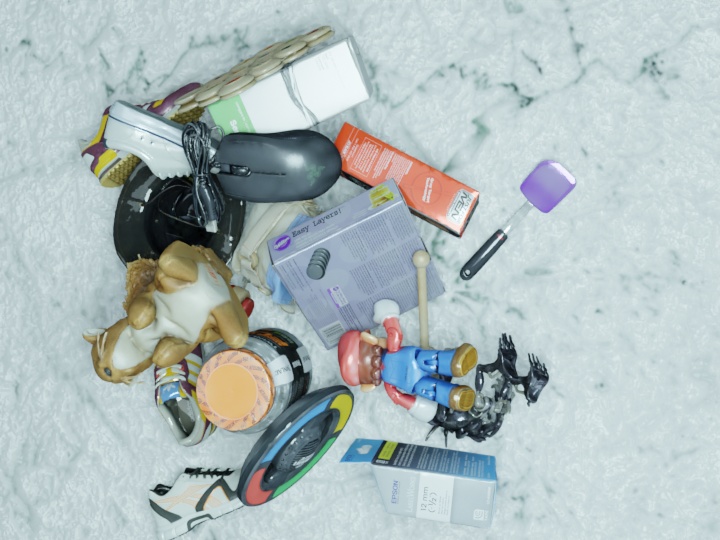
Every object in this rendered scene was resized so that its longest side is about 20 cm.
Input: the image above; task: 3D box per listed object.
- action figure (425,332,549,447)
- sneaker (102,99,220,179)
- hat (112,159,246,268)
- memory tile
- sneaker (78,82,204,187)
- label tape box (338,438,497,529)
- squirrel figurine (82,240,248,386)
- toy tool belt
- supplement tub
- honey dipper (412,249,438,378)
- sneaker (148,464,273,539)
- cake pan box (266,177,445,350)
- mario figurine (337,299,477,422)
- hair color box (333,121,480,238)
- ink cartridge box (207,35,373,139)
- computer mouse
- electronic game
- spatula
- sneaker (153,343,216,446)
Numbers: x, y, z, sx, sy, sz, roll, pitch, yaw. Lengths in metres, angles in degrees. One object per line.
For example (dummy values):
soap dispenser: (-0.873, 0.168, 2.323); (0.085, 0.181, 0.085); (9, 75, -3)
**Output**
action figure: (0.157, 0.159, 1.176); (0.118, 0.103, 0.200); (27, 137, -19)
sneaker: (-0.242, -0.154, 1.181); (0.197, 0.073, 0.072); (24, 103, -6)
hat: (-0.245, -0.068, 1.245); (0.197, 0.081, 0.205); (0, 85, 2)
memory tile: (-0.138, -0.262, 1.157); (0.152, 0.200, 0.017); (-2, 122, 48)
sneaker: (-0.306, -0.210, 1.246); (0.199, 0.075, 0.091); (-39, 79, 2)
label tape box: (0.077, 0.273, 1.167); (0.196, 0.143, 0.067); (5, 91, 8)
squirrel figurine: (-0.249, 0.059, 1.117); (0.186, 0.201, 0.142); (-40, 111, 11)
toy tool belt: (-0.105, -0.007, 1.203); (0.121, 0.125, 0.203); (25, 95, 16)
supplement tub: (-0.138, 0.143, 1.169); (0.120, 0.200, 0.125); (0, 91, 8)
honey dipper: (0.084, 0.064, 1.169); (0.037, 0.038, 0.203); (2, 121, 9)
sneaker: (-0.212, 0.306, 1.249); (0.198, 0.074, 0.081); (-26, 85, 8)
cake pan box: (0.000, 0.000, 1.157); (0.182, 0.201, 0.053); (-26, 45, 5)
mario figurine: (0.060, 0.115, 1.153); (0.197, 0.106, 0.125); (11, 67, 32)
hair color box: (0.058, -0.117, 1.184); (0.198, 0.101, 0.062); (28, 91, 8)
ink cartridge box: (-0.085, -0.228, 1.177); (0.197, 0.146, 0.085); (-23, 103, 9)
computer mouse: (-0.120, -0.120, 1.111); (0.196, 0.053, 0.141); (-5, 112, 1)
electronic game: (-0.082, 0.229, 1.165); (0.042, 0.200, 0.201); (41, 96, 21)
spatula: (0.203, -0.063, 1.203); (0.056, 0.021, 0.200); (43, 97, 4)
sneaker: (-0.254, 0.143, 1.243); (0.074, 0.090, 0.203); (-22, 88, 8)
